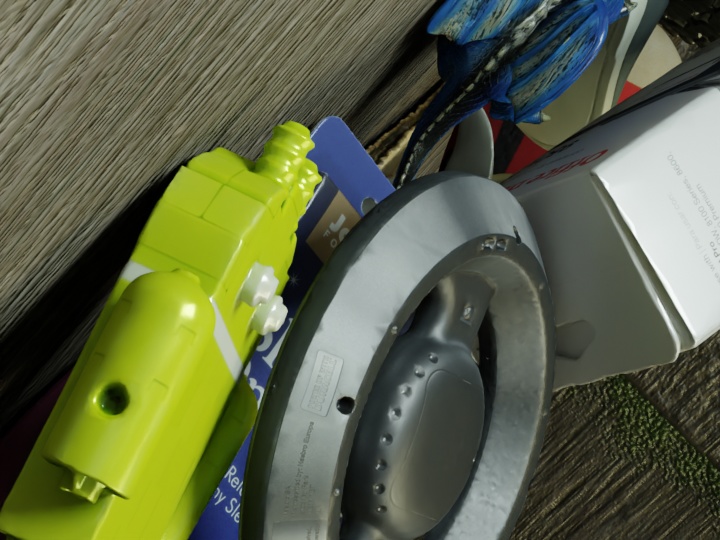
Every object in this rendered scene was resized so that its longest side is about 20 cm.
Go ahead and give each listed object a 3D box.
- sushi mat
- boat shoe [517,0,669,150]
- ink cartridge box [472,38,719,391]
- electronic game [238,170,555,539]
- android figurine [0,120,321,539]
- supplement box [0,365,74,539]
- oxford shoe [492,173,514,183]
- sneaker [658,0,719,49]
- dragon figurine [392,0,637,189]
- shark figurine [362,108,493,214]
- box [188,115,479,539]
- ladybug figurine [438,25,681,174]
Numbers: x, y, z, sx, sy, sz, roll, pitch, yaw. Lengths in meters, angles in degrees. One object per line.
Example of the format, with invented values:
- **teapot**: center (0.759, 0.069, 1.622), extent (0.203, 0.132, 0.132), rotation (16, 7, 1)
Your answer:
- **sushi mat**: center (-0.012, -0.026, 1.389), extent (0.096, 0.012, 0.200), rotation (-43, 176, -39)
- **boat shoe**: center (0.109, -0.115, 1.276), extent (0.062, 0.073, 0.200), rotation (-39, 170, -20)
- **ink cartridge box**: center (0.143, -0.037, 1.150), extent (0.200, 0.084, 0.145), rotation (-34, -174, -31)
- **electronic game**: center (0.016, 0.061, 1.028), extent (0.200, 0.042, 0.200), rotation (-37, 135, -49)
- **android figurine**: center (-0.066, 0.043, 0.908), extent (0.200, 0.041, 0.182), rotation (-62, 172, -12)
- **supplement box**: center (-0.125, 0.117, 1.142), extent (0.110, 0.086, 0.200), rotation (-45, 177, -15)
- **oxford shoe**: center (0.054, 0.042, 1.382), extent (0.075, 0.058, 0.200), rotation (2, 124, -27)
- **sneaker**: center (0.186, -0.161, 1.289), extent (0.200, 0.079, 0.089), rotation (0, -129, 57)
- **dragon figurine**: center (0.065, -0.094, 1.095), extent (0.200, 0.059, 0.099), rotation (-45, 176, 1)
- **shark figurine**: center (-0.013, -0.011, 1.256), extent (0.089, 0.128, 0.214), rotation (4, 169, -43)
- **box**: center (-0.025, 0.050, 1.055), extent (0.032, 0.121, 0.200), rotation (5, -128, 48)
- **ladybug figurine**: center (0.095, -0.050, 1.445), extent (0.072, 0.136, 0.200), rotation (27, 81, -49)
